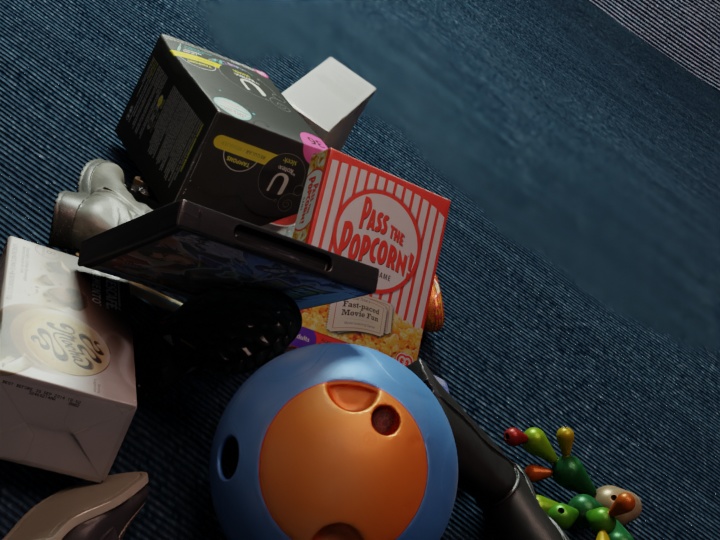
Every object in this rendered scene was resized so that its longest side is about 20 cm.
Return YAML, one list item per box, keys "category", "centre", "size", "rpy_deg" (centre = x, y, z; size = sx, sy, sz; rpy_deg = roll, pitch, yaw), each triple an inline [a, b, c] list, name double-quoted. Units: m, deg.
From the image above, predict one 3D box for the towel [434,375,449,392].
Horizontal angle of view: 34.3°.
- category: "towel"
  centre: [0.014, 0.129, 1.187]
  size: [0.198, 0.024, 0.148]
  rpy_deg: [23, 30, -21]

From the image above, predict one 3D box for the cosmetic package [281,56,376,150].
- category: "cosmetic package"
  centre: [-0.063, -0.183, 1.473]
  size: [0.081, 0.113, 0.200]
  rpy_deg: [33, 32, 1]

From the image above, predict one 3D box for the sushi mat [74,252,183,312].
- category: "sushi mat"
  centre: [-0.182, 0.031, 1.098]
  size: [0.198, 0.012, 0.096]
  rpy_deg: [26, -10, -13]

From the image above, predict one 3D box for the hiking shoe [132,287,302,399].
- category: "hiking shoe"
  centre: [-0.126, 0.049, 1.005]
  size: [0.087, 0.198, 0.075]
  rpy_deg: [-35, 107, -57]

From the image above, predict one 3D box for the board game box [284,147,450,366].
- category: "board game box"
  centre: [0.000, 0.000, 1.168]
  size: [0.150, 0.046, 0.203]
  rpy_deg: [20, 74, -27]

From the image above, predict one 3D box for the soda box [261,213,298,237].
- category: "soda box"
  centre: [-0.064, -0.013, 1.211]
  size: [0.198, 0.064, 0.071]
  rpy_deg: [-21, 58, -31]

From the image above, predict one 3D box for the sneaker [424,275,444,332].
- category: "sneaker"
  centre: [0.033, 0.003, 1.360]
  size: [0.076, 0.074, 0.201]
  rpy_deg: [-16, 49, -26]

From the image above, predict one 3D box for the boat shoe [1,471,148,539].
- category: "boat shoe"
  centre: [-0.214, 0.207, 0.844]
  size: [0.200, 0.072, 0.064]
  rpy_deg: [-36, 115, -64]

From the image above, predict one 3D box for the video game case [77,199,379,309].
- category: "video game case"
  centre: [-0.113, -0.003, 0.958]
  size: [0.179, 0.199, 0.026]
  rpy_deg: [19, 72, -31]

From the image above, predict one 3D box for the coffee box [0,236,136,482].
- category: "coffee box"
  centre: [-0.248, 0.067, 0.940]
  size: [0.112, 0.080, 0.201]
  rpy_deg: [19, 24, -21]

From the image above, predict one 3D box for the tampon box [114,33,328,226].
- category: "tampon box"
  centre: [-0.153, -0.142, 1.269]
  size: [0.149, 0.127, 0.200]
  rpy_deg: [15, 24, -38]

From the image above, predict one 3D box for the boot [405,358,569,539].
- category: "boot"
  centre: [0.109, 0.191, 1.065]
  size: [0.200, 0.065, 0.165]
  rpy_deg: [51, 5, -36]

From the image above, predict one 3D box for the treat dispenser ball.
- category: "treat dispenser ball"
  centre: [-0.021, 0.159, 0.932]
  size: [0.199, 0.202, 0.202]
  rpy_deg: [24, 31, -16]

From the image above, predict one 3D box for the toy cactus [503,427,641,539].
- category: "toy cactus"
  centre: [0.242, 0.237, 1.199]
  size: [0.164, 0.103, 0.200]
  rpy_deg: [10, 28, -50]

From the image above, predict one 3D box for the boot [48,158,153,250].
- category: "boot"
  centre: [-0.215, -0.048, 1.121]
  size: [0.129, 0.069, 0.200]
  rpy_deg: [13, 17, -5]

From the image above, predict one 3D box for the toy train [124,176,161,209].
- category: "toy train"
  centre: [-0.165, -0.046, 1.255]
  size: [0.198, 0.034, 0.046]
  rpy_deg: [28, 27, -10]
